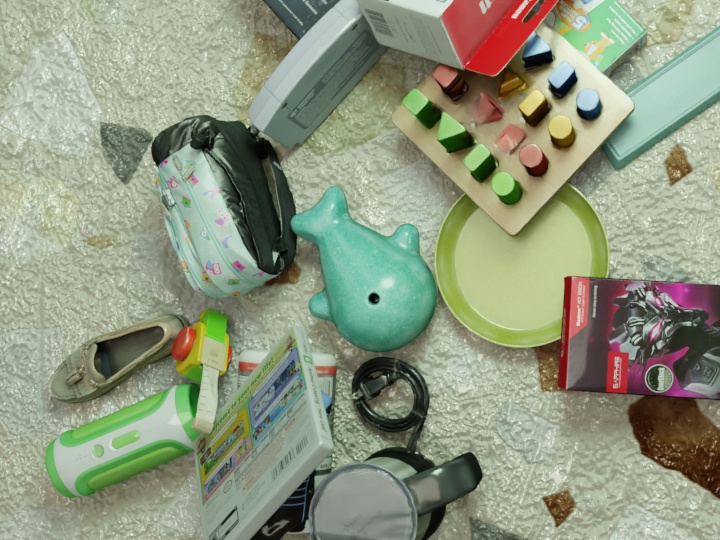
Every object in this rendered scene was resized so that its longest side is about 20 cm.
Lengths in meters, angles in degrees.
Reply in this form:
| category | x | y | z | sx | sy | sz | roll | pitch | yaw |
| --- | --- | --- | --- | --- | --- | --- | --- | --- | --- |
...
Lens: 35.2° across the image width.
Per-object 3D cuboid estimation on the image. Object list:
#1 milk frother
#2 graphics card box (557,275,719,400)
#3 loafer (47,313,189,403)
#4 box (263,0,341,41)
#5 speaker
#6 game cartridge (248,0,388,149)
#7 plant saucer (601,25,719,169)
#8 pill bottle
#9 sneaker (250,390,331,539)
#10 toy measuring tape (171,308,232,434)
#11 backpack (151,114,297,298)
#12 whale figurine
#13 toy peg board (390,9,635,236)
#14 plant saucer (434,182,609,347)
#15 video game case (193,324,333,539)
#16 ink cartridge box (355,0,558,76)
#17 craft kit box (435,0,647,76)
| category | x | y | z | sx | sy | sz | roll | pitch | yaw |
| --- | --- | --- | --- | --- | --- | --- | --- | --- | --- |
| milk frother | 0.019 | 0.208 | 1.246 | 0.180 | 0.188 | 0.200 | -42 | 78 | 7 |
| graphics card box | 0.319 | 0.073 | 1.234 | 0.198 | 0.051 | 0.127 | 4 | 89 | 3 |
| loafer | -0.306 | 0.105 | 1.395 | 0.199 | 0.063 | 0.072 | -25 | 80 | 11 |
| box | -0.030 | -0.373 | 1.336 | 0.200 | 0.104 | 0.148 | -43 | 78 | 7 |
| speaker | -0.276 | 0.206 | 1.370 | 0.199 | 0.088 | 0.089 | -23 | 82 | 12 |
| game cartridge | -0.043 | -0.233 | 1.316 | 0.040 | 0.133 | 0.200 | 44 | 96 | 13 |
| plant saucer | 0.353 | -0.199 | 1.277 | 0.199 | 0.019 | 0.070 | -35 | 80 | 8 |
| pill bottle | -0.089 | 0.194 | 1.310 | 0.115 | 0.116 | 0.202 | 3 | 87 | 14 |
| sneaker | -0.073 | 0.225 | 1.220 | 0.078 | 0.070 | 0.201 | 31 | 95 | -1 |
| toy measuring tape | -0.189 | 0.124 | 1.327 | 0.073 | 0.074 | 0.201 | -16 | 40 | 12 |
| backpack | -0.160 | -0.071 | 1.336 | 0.126 | 0.167 | 0.201 | -24 | 85 | 27 |
| whale figurine | 0.000 | 0.000 | 1.300 | 0.159 | 0.104 | 0.201 | -36 | 88 | 9 |
| toy peg board | 0.160 | -0.179 | 1.240 | 0.200 | 0.098 | 0.199 | 45 | 98 | 12 |
| plant saucer | 0.185 | -0.013 | 1.300 | 0.198 | 0.031 | 0.202 | -1 | 86 | 14 |
| video game case | -0.107 | 0.183 | 1.190 | 0.200 | 0.022 | 0.183 | -49 | 32 | 22 |
| ink cartridge box | 0.124 | -0.322 | 1.220 | 0.175 | 0.084 | 0.200 | 26 | 71 | 39 |
| craft kit box | 0.190 | -0.272 | 1.309 | 0.197 | 0.048 | 0.200 | -43 | 78 | 11 |
